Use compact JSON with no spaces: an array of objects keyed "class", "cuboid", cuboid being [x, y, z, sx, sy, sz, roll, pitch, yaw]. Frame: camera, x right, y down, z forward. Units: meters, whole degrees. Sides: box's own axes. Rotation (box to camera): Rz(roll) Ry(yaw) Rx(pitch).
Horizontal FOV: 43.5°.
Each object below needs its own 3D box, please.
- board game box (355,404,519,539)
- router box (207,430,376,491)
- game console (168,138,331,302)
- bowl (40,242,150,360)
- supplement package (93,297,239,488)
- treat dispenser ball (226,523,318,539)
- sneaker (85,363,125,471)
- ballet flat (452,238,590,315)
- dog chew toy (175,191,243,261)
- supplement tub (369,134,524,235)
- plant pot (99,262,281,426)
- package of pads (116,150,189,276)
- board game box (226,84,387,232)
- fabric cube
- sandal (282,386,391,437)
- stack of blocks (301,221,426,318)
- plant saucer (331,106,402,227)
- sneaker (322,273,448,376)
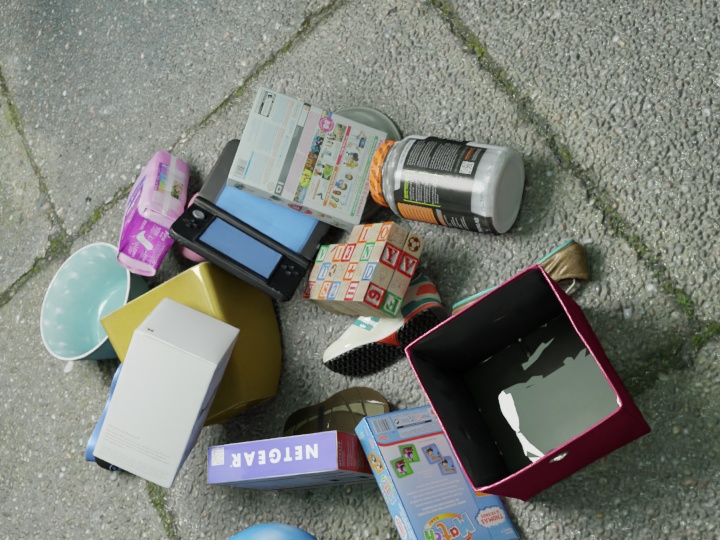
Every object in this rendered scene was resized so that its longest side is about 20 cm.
[{"class":"board game box","cuboid":[0.097,0.270,1.148,0.037,0.150,0.201,-55,51,43]},{"class":"router box","cuboid":[-0.076,0.261,1.219,0.198,0.179,0.049,-11,70,23]},{"class":"game console","cuboid":[-0.149,-0.076,1.313,0.199,0.176,0.117,30,115,-3]},{"class":"bowl","cuboid":[-0.424,0.066,1.499,0.199,0.105,0.203,-13,64,27]},{"class":"supplement package","cuboid":[-0.257,0.161,1.200,0.116,0.117,0.202,23,111,0]},{"class":"treat dispenser ball","cuboid":[-0.116,0.434,1.172,0.199,0.201,0.203,-8,70,25]},{"class":"sneaker","cuboid":[-0.370,0.224,1.457,0.077,0.070,0.202,17,74,6]},{"class":"ballet flat","cuboid":[0.221,0.035,1.211,0.199,0.068,0.073,-30,79,12]},{"class":"dog chew toy","cuboid":[-0.220,-0.088,1.444,0.200,0.124,0.125,-39,60,21]},{"class":"supplement tub","cuboid":[0.120,-0.124,1.271,0.198,0.122,0.124,13,81,29]},{"class":"plant pot","cuboid":[-0.227,0.123,1.344,0.193,0.195,0.202,-27,80,17]},{"class":"package of pads","cuboid":[-0.337,-0.096,1.471,0.121,0.075,0.201,-54,24,27]},{"class":"board game box","cuboid":[-0.077,-0.161,1.311,0.198,0.064,0.149,20,78,-7]},{"class":"fabric cube","cuboid":[0.207,0.146,1.097,0.195,0.199,0.201,-33,62,13]},{"class":"sandal","cuboid":[-0.029,0.222,1.282,0.199,0.054,0.082,-26,46,34]},{"class":"stack of blocks","cuboid":[0.000,0.000,1.272,0.199,0.058,0.116,-2,64,62]},{"class":"plant saucer","cuboid":[-0.030,-0.169,1.406,0.198,0.050,0.203,-8,71,25]},{"class":"sneaker","cuboid":[0.031,0.075,1.297,0.199,0.070,0.094,-31,44,19]}]
